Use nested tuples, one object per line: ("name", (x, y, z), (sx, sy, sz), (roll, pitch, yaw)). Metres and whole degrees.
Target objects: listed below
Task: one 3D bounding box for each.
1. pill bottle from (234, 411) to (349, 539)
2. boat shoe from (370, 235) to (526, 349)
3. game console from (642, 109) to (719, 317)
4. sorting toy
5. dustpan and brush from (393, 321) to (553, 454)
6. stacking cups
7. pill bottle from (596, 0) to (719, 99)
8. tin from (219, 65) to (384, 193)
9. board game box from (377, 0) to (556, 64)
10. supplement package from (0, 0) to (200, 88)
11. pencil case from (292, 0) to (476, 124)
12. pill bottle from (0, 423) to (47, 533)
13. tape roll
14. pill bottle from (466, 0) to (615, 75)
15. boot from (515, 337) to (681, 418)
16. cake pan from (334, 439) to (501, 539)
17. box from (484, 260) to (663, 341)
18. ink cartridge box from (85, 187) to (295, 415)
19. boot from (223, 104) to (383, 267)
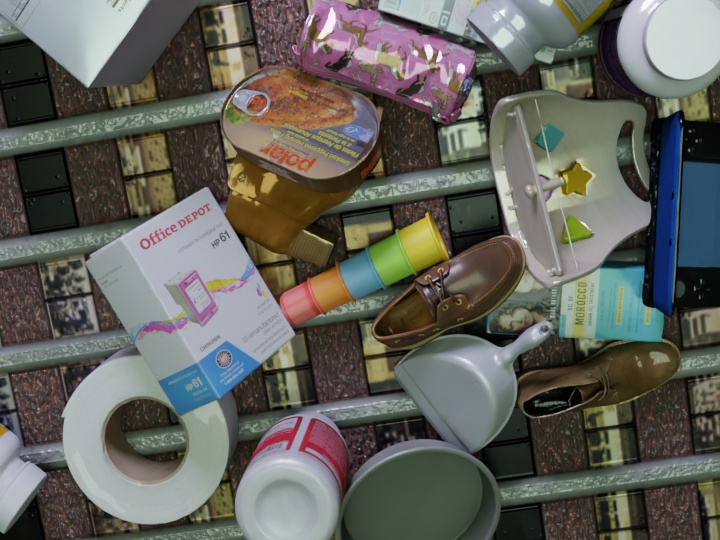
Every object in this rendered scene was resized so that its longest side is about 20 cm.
("pill bottle", (-0.069, 0.228, 1.176), (0.110, 0.200, 0.115), (1, 100, 4))
("boat shoe", (0.094, 0.030, 1.166), (0.199, 0.067, 0.073), (-34, 73, 28))
("game console", (0.358, -0.057, 1.102), (0.168, 0.118, 0.204), (1, 95, -23))
("sorting toy", (0.245, -0.101, 1.155), (0.177, 0.107, 0.204), (-15, 92, -9))
("dustpan and brush", (0.142, 0.114, 1.191), (0.140, 0.057, 0.200), (51, 138, 2))
("stacking cups", (0.000, 0.000, 1.206), (0.197, 0.061, 0.061), (-23, 98, 10))
("pill bottle", (0.307, -0.231, 1.070), (0.110, 0.200, 0.115), (1, 101, 4))
("tin", (-0.063, -0.152, 1.142), (0.198, 0.042, 0.113), (26, 69, 28))
("board game box", (0.133, -0.322, 1.136), (0.197, 0.064, 0.150), (18, 100, 1))
("supplement package", (-0.291, -0.312, 1.101), (0.199, 0.191, 0.148), (40, 101, -3))
("pencil case", (0.028, -0.229, 1.150), (0.197, 0.087, 0.084), (20, 123, 1))
("pill bottle", (-0.473, 0.216, 1.247), (0.199, 0.111, 0.112), (37, 100, -3))
("tape roll", (-0.246, 0.189, 1.248), (0.198, 0.071, 0.207), (1, 101, 4))
("pill bottle", (0.202, -0.295, 1.048), (0.112, 0.112, 0.200), (44, 99, -4))
("boot", (0.272, 0.129, 1.200), (0.196, 0.075, 0.075), (-17, 97, 6))
("cake pan", (0.064, 0.278, 1.227), (0.196, 0.037, 0.204), (-5, 117, -10))
("box", (0.240, 0.031, 1.197), (0.196, 0.049, 0.084), (2, 100, 3))
("ink cartridge box", (-0.186, 0.031, 1.171), (0.084, 0.144, 0.202), (-26, 99, 43))
("boot", (-0.068, -0.114, 1.183), (0.142, 0.071, 0.204), (24, 103, 0))
